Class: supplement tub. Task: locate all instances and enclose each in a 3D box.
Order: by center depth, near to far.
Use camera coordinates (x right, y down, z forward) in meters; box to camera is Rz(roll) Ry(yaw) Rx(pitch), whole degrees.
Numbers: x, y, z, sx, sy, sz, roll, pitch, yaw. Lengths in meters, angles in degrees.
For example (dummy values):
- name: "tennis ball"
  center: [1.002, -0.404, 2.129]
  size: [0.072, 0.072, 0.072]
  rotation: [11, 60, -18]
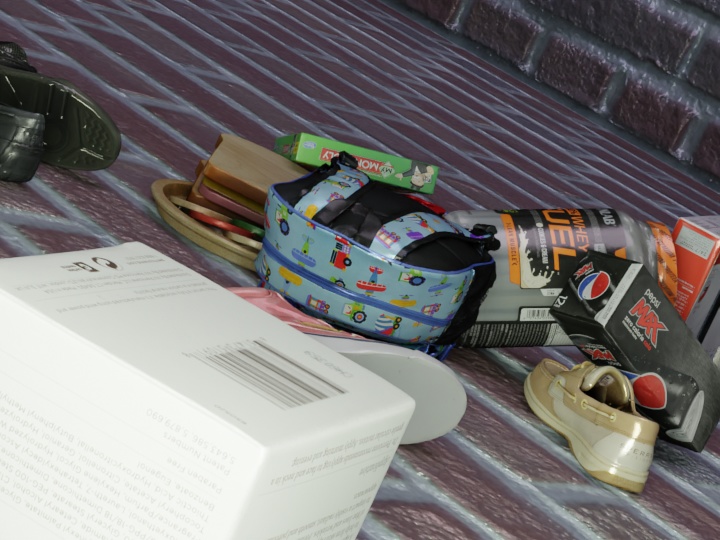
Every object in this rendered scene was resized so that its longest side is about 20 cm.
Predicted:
- name: "supplement tub"
  center: [0.170, 0.006, 1.811]
  size: [0.199, 0.123, 0.123]
  rotation: [-1, 18, -9]

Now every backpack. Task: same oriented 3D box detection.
- name: "backpack"
  center: [0.000, 0.000, 1.621]
  size: [0.182, 0.135, 0.200]
  rotation: [28, 12, 12]

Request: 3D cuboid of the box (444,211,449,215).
- name: "box"
  center: [0.113, -0.010, 2.082]
  size: [0.122, 0.048, 0.200]
  rotation: [22, 14, -14]

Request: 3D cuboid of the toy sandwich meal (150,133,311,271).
- name: "toy sandwich meal"
  center: [-0.091, -0.057, 1.827]
  size: [0.204, 0.070, 0.205]
  rotation: [24, 12, -6]

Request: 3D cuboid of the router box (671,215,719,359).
- name: "router box"
  center: [0.312, 0.038, 1.958]
  size: [0.049, 0.180, 0.200]
  rotation: [29, 14, 20]

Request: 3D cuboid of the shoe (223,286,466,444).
- name: "shoe"
  center: [-0.023, 0.062, 1.467]
  size: [0.199, 0.072, 0.091]
  rotation: [13, 22, -27]

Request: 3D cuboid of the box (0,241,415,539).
- name: "box"
  center: [-0.109, 0.088, 1.062]
  size: [0.200, 0.131, 0.199]
  rotation: [28, 13, 19]

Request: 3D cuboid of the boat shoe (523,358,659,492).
- name: "boat shoe"
  center: [0.195, 0.111, 1.687]
  size: [0.073, 0.069, 0.200]
  rotation: [19, 14, -24]

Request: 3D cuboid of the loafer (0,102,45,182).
- name: "loafer"
  center: [-0.333, -0.142, 1.720]
  size: [0.200, 0.071, 0.068]
  rotation: [33, 14, 32]

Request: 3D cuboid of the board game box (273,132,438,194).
- name: "board game box"
  center: [-0.009, -0.103, 1.990]
  size: [0.134, 0.029, 0.200]
  rotation: [13, 1, -9]

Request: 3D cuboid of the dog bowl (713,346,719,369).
- name: "dog bowl"
  center: [0.369, 0.085, 2.152]
  size: [0.199, 0.059, 0.200]
  rotation: [23, 13, -5]

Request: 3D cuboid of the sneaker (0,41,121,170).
- name: "sneaker"
  center: [-0.294, -0.154, 1.829]
  size: [0.199, 0.077, 0.114]
  rotation: [21, 18, 7]

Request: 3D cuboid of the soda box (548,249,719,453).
- name: "soda box"
  center: [0.241, 0.070, 1.741]
  size: [0.063, 0.071, 0.200]
  rotation: [16, -24, 45]

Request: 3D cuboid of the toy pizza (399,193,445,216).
- name: "toy pizza"
  center: [0.000, -0.057, 1.987]
  size: [0.199, 0.032, 0.200]
  rotation: [9, 16, -3]
